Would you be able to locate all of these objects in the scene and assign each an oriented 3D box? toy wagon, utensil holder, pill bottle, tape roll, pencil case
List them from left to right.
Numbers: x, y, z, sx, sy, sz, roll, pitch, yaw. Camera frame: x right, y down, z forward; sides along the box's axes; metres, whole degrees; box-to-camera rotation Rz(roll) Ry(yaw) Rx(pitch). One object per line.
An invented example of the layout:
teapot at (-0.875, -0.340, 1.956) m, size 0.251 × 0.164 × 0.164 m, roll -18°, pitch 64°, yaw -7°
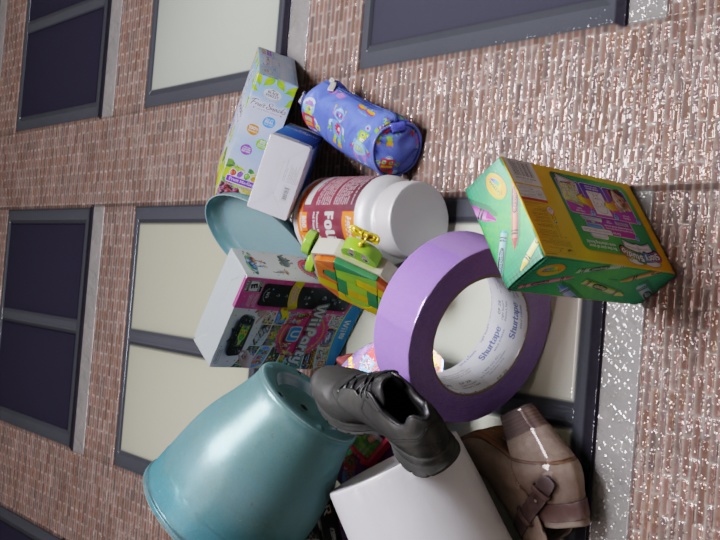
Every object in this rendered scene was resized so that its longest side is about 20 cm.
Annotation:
pencil case at (-0.002, -0.195, 1.503) m, size 0.200 × 0.078 × 0.087 m, roll 38°, pitch 137°, yaw 47°
toy wagon at (0.000, 0.000, 1.380) m, size 0.040 × 0.155 × 0.200 m, roll -63°, pitch -10°, yaw -16°
pill bottle at (0.012, -0.065, 1.439) m, size 0.200 × 0.114 × 0.115 m, roll 4°, pitch 89°, yaw 53°
utensil holder at (0.077, 0.298, 1.215) m, size 0.170 × 0.170 × 0.201 m, roll -32°, pitch 83°, yaw 46°
tape roll at (0.113, 0.061, 1.222) m, size 0.066 × 0.199 × 0.201 m, roll 28°, pitch 107°, yaw 51°

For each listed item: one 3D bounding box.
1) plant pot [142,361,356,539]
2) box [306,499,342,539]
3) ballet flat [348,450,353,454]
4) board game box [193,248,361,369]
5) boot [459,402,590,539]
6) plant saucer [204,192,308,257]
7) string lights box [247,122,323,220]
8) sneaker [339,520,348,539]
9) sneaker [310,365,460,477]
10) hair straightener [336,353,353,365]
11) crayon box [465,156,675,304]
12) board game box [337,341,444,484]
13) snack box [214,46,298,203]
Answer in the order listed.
plant pot at (-0.109, 0.215, 1.265) m, size 0.188 × 0.200 × 0.200 m, roll -51°, pitch 46°, yaw 12°
box at (-0.128, 0.284, 1.406) m, size 0.199 × 0.043 × 0.161 m, roll -12°, pitch 88°, yaw 29°
ballet flat at (0.011, 0.234, 1.405) m, size 0.067 × 0.067 × 0.201 m, roll 5°, pitch 106°, yaw 28°
board game box at (-0.104, 0.056, 1.504) m, size 0.064 × 0.199 × 0.148 m, roll 51°, pitch 125°, yaw 42°
boot at (0.170, 0.239, 1.242) m, size 0.200 × 0.070 × 0.147 m, roll -44°, pitch 63°, yaw 55°
plant saucer at (-0.137, -0.040, 1.610) m, size 0.200 × 0.200 × 0.027 m, roll -5°, pitch 38°, yaw 52°
string lights box at (-0.099, -0.140, 1.546) m, size 0.200 × 0.059 × 0.103 m, roll -74°, pitch 4°, yaw -78°
sneaker at (-0.048, 0.343, 1.480) m, size 0.200 × 0.080 × 0.089 m, roll 150°, pitch 129°, yaw -63°
sneaker at (0.019, 0.134, 1.165) m, size 0.200 × 0.076 × 0.091 m, roll 21°, pitch 144°, yaw 41°
hair straightener at (0.033, 0.182, 1.455) m, size 0.200 × 0.041 × 0.077 m, roll 31°, pitch 124°, yaw 44°
crayon box at (0.210, -0.036, 1.109) m, size 0.058 × 0.199 × 0.119 m, roll -45°, pitch 52°, yaw 38°
board game box at (0.020, 0.173, 1.341) m, size 0.157 × 0.039 × 0.201 m, roll -8°, pitch 69°, yaw 32°
snack box at (-0.156, -0.213, 1.665) m, size 0.169 × 0.067 × 0.201 m, roll -103°, pitch 34°, yaw -66°
